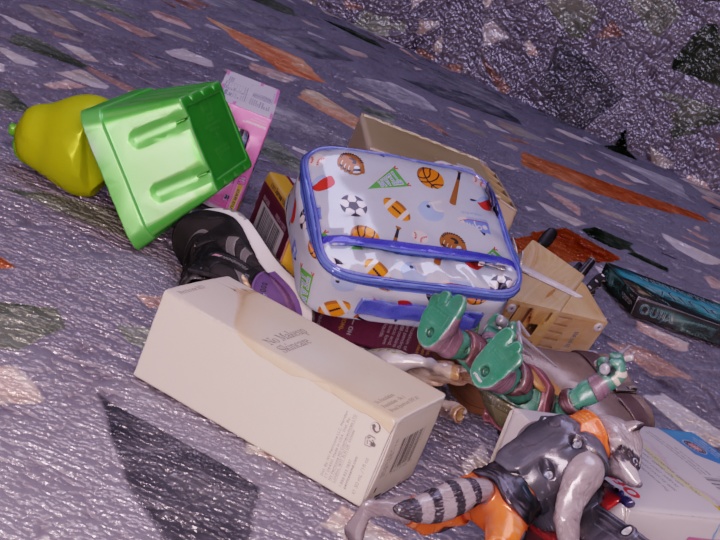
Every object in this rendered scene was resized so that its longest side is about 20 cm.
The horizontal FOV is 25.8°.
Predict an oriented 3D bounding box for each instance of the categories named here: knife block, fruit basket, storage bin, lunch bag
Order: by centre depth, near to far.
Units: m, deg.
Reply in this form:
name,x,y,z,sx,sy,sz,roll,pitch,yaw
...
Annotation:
name,x,y,z,sx,sy,sz,roll,pitch,yaw
lunch bag,0.039,-0.021,1.312,0.198,0.076,0.161,7,45,-21
fruit basket,-0.226,-0.105,1.491,0.214,0.157,0.216,-21,9,3
knife block,0.173,0.012,1.640,0.199,0.064,0.176,12,34,-32
storage bin,0.075,-0.097,1.912,0.197,0.094,0.200,21,15,-9

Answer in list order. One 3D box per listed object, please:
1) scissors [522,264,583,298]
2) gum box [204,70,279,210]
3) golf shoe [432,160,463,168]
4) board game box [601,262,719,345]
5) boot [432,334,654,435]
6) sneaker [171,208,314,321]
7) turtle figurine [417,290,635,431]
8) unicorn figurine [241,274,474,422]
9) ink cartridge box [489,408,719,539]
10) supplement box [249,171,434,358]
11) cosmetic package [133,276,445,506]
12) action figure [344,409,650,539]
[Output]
name,x,y,z,sx,sy,sz,roll,pitch,yaw
scissors,0.113,-0.022,1.454,0.198,0.014,0.073,21,13,-2
gum box,-0.140,-0.138,1.699,0.066,0.114,0.200,20,14,-6
golf shoe,0.061,-0.074,1.588,0.091,0.076,0.200,28,-8,9
board game box,0.415,0.052,2.005,0.198,0.028,0.135,18,15,-15
boot,0.160,0.091,1.373,0.145,0.071,0.201,-7,50,-33
sneaker,-0.124,0.000,1.329,0.087,0.076,0.200,2,24,-38
turtle figurine,0.133,0.082,1.213,0.149,0.102,0.199,12,-10,40
unicorn figurine,-0.001,0.081,1.244,0.137,0.074,0.200,19,-4,35
ink cartridge box,0.206,0.178,1.154,0.199,0.085,0.144,12,17,-35
supplement box,0.000,0.000,1.441,0.198,0.104,0.131,16,15,-20
cosmetic package,-0.051,0.083,1.140,0.199,0.074,0.103,28,16,17
action figure,0.115,0.151,0.988,0.193,0.105,0.199,-28,29,-28
